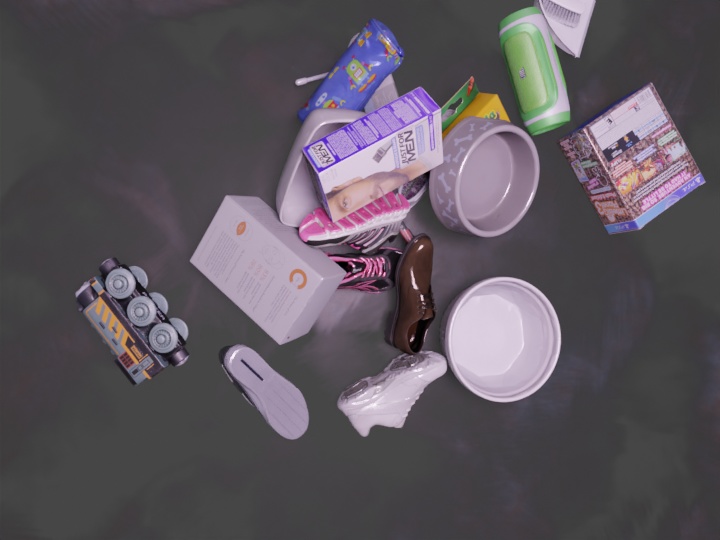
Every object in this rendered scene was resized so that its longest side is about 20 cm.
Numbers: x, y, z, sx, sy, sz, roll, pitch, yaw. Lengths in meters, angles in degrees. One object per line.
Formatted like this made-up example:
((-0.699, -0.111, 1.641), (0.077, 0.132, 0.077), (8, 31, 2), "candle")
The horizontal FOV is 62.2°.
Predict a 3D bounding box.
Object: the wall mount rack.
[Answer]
((-0.006, -0.296, 1.012), (0.171, 0.074, 0.204), (-20, 91, 25), "wall mount rack")

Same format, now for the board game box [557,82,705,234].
((0.483, -0.197, 1.072), (0.158, 0.097, 0.202), (-32, 94, -9), "board game box")

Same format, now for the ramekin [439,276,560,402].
((0.227, 0.114, 1.018), (0.195, 0.105, 0.205), (0, 88, -10), "ramekin")

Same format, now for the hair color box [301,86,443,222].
((0.023, -0.166, 0.866), (0.197, 0.110, 0.065), (-28, 57, -7), "hair color box")

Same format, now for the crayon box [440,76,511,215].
((0.201, -0.202, 1.005), (0.127, 0.051, 0.201), (-46, 124, -8), "crayon box")

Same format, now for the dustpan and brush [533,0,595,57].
((0.338, -0.491, 1.068), (0.196, 0.057, 0.142), (22, 77, -8), "dustpan and brush")

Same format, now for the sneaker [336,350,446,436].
((0.064, 0.210, 1.007), (0.197, 0.078, 0.101), (-27, 104, 7), "sneaker")

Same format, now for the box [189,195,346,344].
((-0.141, -0.005, 0.917), (0.199, 0.097, 0.125), (40, 107, 13), "box")

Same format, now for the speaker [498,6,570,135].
((0.307, -0.349, 1.053), (0.087, 0.088, 0.204), (-17, 91, -9), "speaker")

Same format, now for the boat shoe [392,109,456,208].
((0.118, -0.195, 1.026), (0.072, 0.068, 0.201), (40, 83, -6), "boat shoe")

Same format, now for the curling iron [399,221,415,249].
((0.045, -0.107, 1.029), (0.025, 0.050, 0.202), (-35, 89, -9), "curling iron")

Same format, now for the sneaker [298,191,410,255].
((-0.008, -0.061, 0.953), (0.197, 0.074, 0.089), (-19, 136, -31), "sneaker")

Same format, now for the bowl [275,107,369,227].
((-0.034, -0.165, 0.938), (0.197, 0.202, 0.075), (-1, 44, -37), "bowl")

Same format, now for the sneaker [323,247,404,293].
((0.000, 0.000, 0.990), (0.195, 0.095, 0.081), (-6, 88, -11), "sneaker")

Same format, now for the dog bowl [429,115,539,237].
((0.207, -0.147, 0.963), (0.196, 0.058, 0.205), (-11, 113, -27), "dog bowl")

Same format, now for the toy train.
((-0.359, 0.082, 0.938), (0.113, 0.085, 0.201), (-37, 94, 1), "toy train")

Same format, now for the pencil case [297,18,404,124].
((-0.013, -0.290, 0.938), (0.087, 0.078, 0.200), (45, 110, 5), "pencil case")

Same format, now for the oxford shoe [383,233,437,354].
((0.099, 0.042, 0.983), (0.071, 0.084, 0.205), (-4, 109, -35), "oxford shoe")

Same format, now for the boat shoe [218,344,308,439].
((-0.155, 0.190, 0.973), (0.072, 0.070, 0.202), (-42, 115, -21), "boat shoe")
